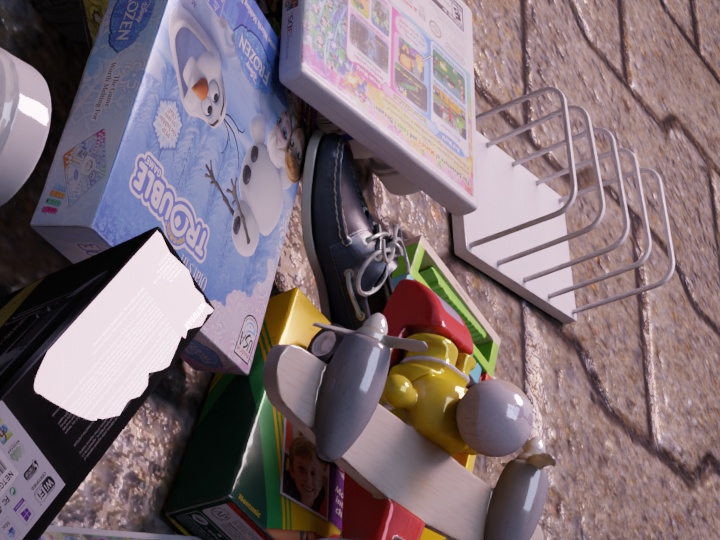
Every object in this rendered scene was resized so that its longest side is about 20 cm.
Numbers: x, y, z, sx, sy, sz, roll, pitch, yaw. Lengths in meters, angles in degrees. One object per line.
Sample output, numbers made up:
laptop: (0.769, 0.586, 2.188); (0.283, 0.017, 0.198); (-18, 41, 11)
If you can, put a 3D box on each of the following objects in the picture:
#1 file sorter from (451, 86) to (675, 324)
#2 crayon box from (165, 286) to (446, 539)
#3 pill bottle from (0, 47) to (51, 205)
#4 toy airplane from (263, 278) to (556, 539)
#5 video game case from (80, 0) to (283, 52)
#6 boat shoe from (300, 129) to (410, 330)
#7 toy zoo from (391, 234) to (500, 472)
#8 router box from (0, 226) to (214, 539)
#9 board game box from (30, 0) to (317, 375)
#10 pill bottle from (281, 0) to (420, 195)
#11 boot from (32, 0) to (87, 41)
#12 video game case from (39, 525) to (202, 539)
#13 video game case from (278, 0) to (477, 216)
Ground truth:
file sorter: (0.186, -0.061, 1.248); (0.200, 0.124, 0.139); (29, 49, -46)
crayon box: (-0.021, 0.142, 0.878); (0.200, 0.058, 0.173); (50, 37, -29)
pill bottle: (-0.245, -0.096, 0.619); (0.200, 0.112, 0.113); (27, 51, -48)
toy airplane: (0.037, 0.109, 0.794); (0.200, 0.141, 0.200); (-22, 90, -59)
video game case: (-0.101, -0.132, 0.875); (0.200, 0.036, 0.182); (-49, 138, -55)
boat shoe: (0.000, 0.000, 0.925); (0.075, 0.062, 0.201); (-50, 137, -61)
toy zoo: (0.055, 0.084, 1.064); (0.131, 0.020, 0.200); (51, 37, -28)
router box: (-0.173, 0.072, 0.591); (0.052, 0.157, 0.200); (58, 34, -18)
board game box: (-0.096, -0.068, 0.793); (0.200, 0.043, 0.200); (53, 47, -58)
pill bottle: (0.001, -0.158, 1.031); (0.200, 0.112, 0.112); (51, 36, -26)
boot: (-0.156, -0.245, 0.894); (0.165, 0.065, 0.200); (67, 27, -8)
video game case: (-0.117, 0.183, 0.674); (0.200, 0.018, 0.143); (19, 23, -51)
video game case: (0.017, -0.158, 0.932); (0.200, 0.024, 0.183); (34, 48, -44)
